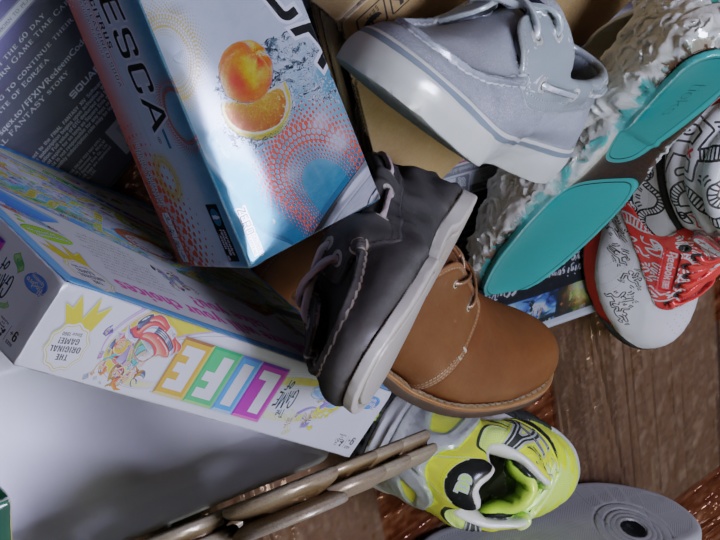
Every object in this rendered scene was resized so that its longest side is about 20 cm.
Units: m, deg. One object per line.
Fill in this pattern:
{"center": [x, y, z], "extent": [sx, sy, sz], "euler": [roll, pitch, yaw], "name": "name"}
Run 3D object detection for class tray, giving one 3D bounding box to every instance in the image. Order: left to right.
{"center": [-0.111, 0.065, 0.854], "extent": [0.199, 0.022, 0.108], "euler": [-19, 92, -34], "name": "tray"}

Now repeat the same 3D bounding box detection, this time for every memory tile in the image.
{"center": [-0.051, 0.110, 0.852], "extent": [0.153, 0.017, 0.200], "euler": [-23, 174, 16], "name": "memory tile"}

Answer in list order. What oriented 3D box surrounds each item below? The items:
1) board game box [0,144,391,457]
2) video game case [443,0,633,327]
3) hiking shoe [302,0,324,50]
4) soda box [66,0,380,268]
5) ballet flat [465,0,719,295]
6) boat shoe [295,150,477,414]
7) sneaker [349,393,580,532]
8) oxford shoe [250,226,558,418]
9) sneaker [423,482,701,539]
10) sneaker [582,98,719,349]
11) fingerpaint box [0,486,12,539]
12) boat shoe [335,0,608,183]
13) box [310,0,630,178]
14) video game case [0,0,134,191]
{"center": [-0.092, 0.006, 0.745], "extent": [0.034, 0.134, 0.200], "euler": [-56, 144, 8], "name": "board game box"}
{"center": [0.094, -0.048, 0.999], "extent": [0.199, 0.023, 0.183], "euler": [-17, 126, -36], "name": "video game case"}
{"center": [-0.007, -0.179, 0.790], "extent": [0.086, 0.074, 0.201], "euler": [-18, 138, -43], "name": "hiking shoe"}
{"center": [-0.067, -0.103, 0.714], "extent": [0.063, 0.068, 0.201], "euler": [-29, 105, -25], "name": "soda box"}
{"center": [0.112, -0.068, 0.924], "extent": [0.071, 0.072, 0.200], "euler": [-3, 146, -42], "name": "ballet flat"}
{"center": [0.000, 0.000, 0.763], "extent": [0.067, 0.057, 0.200], "euler": [-63, 177, 20], "name": "boat shoe"}
{"center": [0.071, 0.115, 1.037], "extent": [0.200, 0.076, 0.076], "euler": [15, 104, -56], "name": "sneaker"}
{"center": [0.034, 0.018, 0.905], "extent": [0.199, 0.072, 0.071], "euler": [17, 128, -43], "name": "oxford shoe"}
{"center": [0.105, 0.196, 1.142], "extent": [0.199, 0.073, 0.112], "euler": [-6, 124, -31], "name": "sneaker"}
{"center": [0.173, -0.016, 0.995], "extent": [0.067, 0.108, 0.202], "euler": [-32, 135, -24], "name": "sneaker"}
{"center": [-0.199, 0.107, 0.693], "extent": [0.073, 0.200, 0.168], "euler": [-19, 128, -32], "name": "fingerpaint box"}
{"center": [0.053, -0.086, 0.796], "extent": [0.072, 0.070, 0.201], "euler": [-56, 160, 10], "name": "boat shoe"}
{"center": [0.066, -0.129, 0.857], "extent": [0.200, 0.021, 0.164], "euler": [-44, 154, -15], "name": "box"}
{"center": [-0.165, -0.073, 0.742], "extent": [0.143, 0.019, 0.200], "euler": [-49, 138, -6], "name": "video game case"}
